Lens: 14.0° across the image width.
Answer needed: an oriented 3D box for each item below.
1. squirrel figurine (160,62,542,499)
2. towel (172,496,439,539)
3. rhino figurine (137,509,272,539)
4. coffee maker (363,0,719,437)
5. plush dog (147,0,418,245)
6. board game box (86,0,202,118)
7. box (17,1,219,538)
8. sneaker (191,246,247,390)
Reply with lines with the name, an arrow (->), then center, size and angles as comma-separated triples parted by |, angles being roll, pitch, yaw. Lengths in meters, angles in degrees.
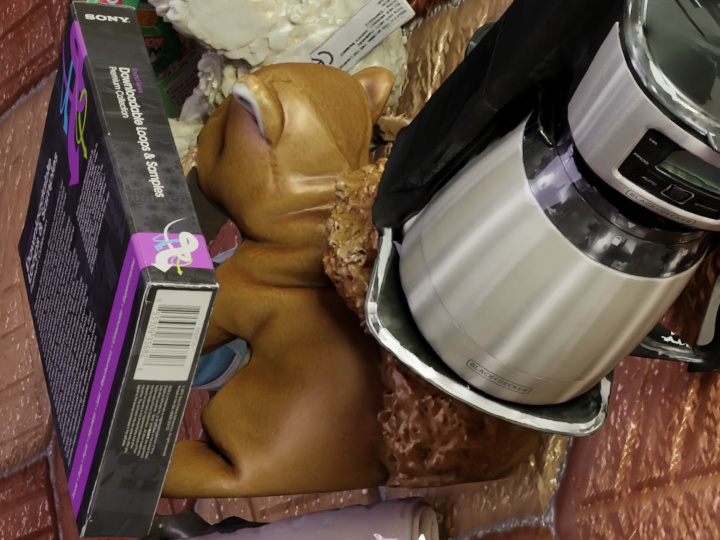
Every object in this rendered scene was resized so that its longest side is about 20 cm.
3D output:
squirrel figurine -> 0.000, 0.000, 1.260 | 0.200, 0.141, 0.187 | -5, 88, 48
towel -> -0.049, 0.209, 1.334 | 0.200, 0.032, 0.191 | -13, 69, 32
rhino figurine -> -0.063, 0.214, 1.415 | 0.060, 0.087, 0.200 | 55, -148, -72
coffee maker -> 0.093, -0.068, 1.071 | 0.200, 0.135, 0.192 | -49, 44, 47
plush dog -> -0.029, -0.115, 1.391 | 0.172, 0.160, 0.200 | -86, 3, -57
board game box -> -0.079, -0.145, 1.457 | 0.200, 0.029, 0.135 | -27, -45, -66
box -> -0.109, -0.003, 1.272 | 0.200, 0.036, 0.143 | -111, 30, -47
sneaker -> -0.096, 0.021, 1.479 | 0.200, 0.130, 0.080 | 179, 96, -66
